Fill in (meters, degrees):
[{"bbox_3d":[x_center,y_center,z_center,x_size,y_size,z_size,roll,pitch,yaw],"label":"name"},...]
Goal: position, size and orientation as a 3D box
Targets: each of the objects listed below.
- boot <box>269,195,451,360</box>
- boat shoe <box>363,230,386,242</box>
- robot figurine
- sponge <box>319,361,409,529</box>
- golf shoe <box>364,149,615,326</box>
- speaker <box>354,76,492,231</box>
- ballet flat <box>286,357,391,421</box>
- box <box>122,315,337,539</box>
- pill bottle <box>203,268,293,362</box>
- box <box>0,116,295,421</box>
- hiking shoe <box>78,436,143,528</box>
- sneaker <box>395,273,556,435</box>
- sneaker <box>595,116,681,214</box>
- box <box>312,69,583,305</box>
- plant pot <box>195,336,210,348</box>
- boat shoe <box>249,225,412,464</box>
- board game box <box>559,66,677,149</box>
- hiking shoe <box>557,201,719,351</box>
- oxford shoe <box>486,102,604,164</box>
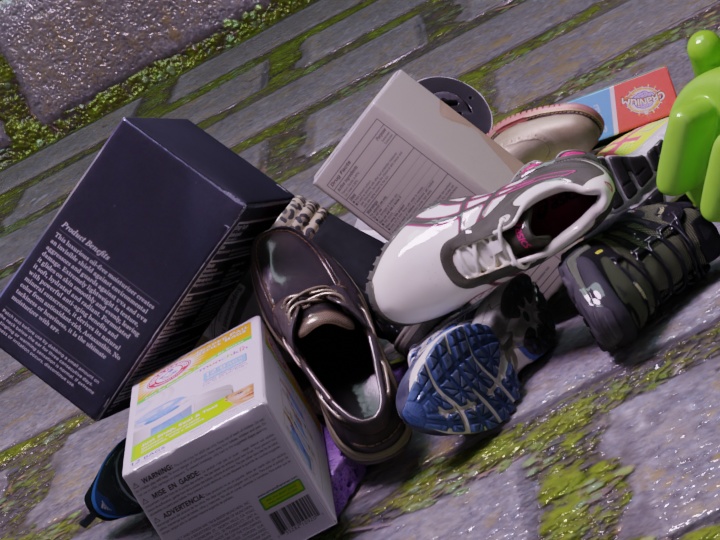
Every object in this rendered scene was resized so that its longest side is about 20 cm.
[{"bbox_3d":[0.001,-0.001,1.745,0.073,0.154,0.204,-55,0,6],"label":"boot"},{"bbox_3d":[0.007,-0.001,1.897,0.200,0.072,0.069,9,43,34],"label":"boat shoe"},{"bbox_3d":[0.303,-0.101,1.601,0.200,0.116,0.175,-21,40,-36],"label":"robot figurine"},{"bbox_3d":[-0.035,0.139,1.646,0.112,0.030,0.200,-21,17,31],"label":"sponge"},{"bbox_3d":[0.091,-0.023,1.594,0.200,0.077,0.088,-31,8,4],"label":"golf shoe"},{"bbox_3d":[0.051,-0.077,1.904,0.081,0.081,0.200,-39,-17,-33],"label":"speaker"},{"bbox_3d":[-0.053,0.087,1.703,0.200,0.046,0.067,-15,21,50],"label":"ballet flat"},{"bbox_3d":[-0.092,0.124,1.544,0.112,0.101,0.200,-28,16,5],"label":"box"},{"bbox_3d":[-0.101,0.007,1.857,0.114,0.200,0.114,-49,-21,-27],"label":"pill bottle"},{"bbox_3d":[-0.166,-0.008,1.702,0.198,0.123,0.200,-54,-5,8],"label":"box"},{"bbox_3d":[-0.154,0.134,1.800,0.087,0.074,0.200,-32,3,39],"label":"hiking shoe"},{"bbox_3d":[0.071,0.075,1.603,0.085,0.077,0.200,-27,5,34],"label":"sneaker"},{"bbox_3d":[0.211,-0.067,1.798,0.200,0.078,0.090,-27,8,-22],"label":"sneaker"},{"bbox_3d":[0.074,-0.052,1.705,0.095,0.200,0.078,-50,2,32],"label":"box"},{"bbox_3d":[-0.142,0.029,2.002,0.200,0.135,0.200,-27,15,8],"label":"plant pot"},{"bbox_3d":[-0.021,0.042,1.588,0.074,0.200,0.073,-28,-26,-9],"label":"boat shoe"},{"bbox_3d":[0.196,-0.126,1.922,0.153,0.040,0.200,-20,-1,6],"label":"board game box"},{"bbox_3d":[0.207,-0.010,1.596,0.101,0.076,0.200,-27,14,22],"label":"hiking shoe"},{"bbox_3d":[0.114,-0.066,1.786,0.200,0.071,0.074,-31,39,30],"label":"oxford shoe"}]
